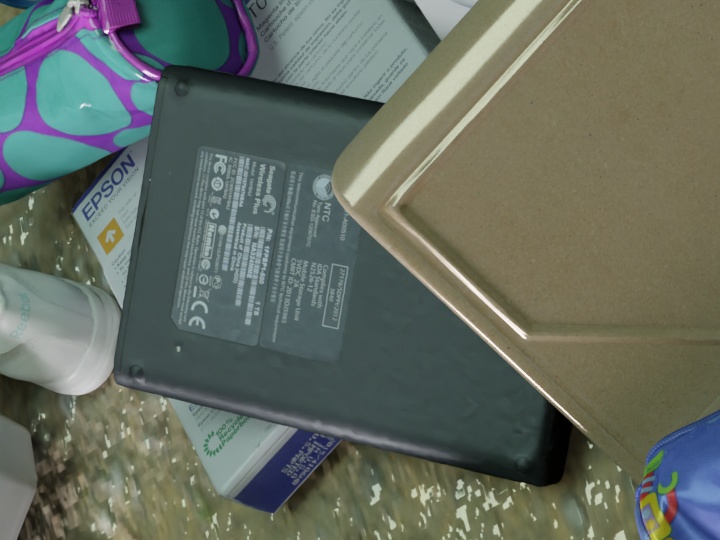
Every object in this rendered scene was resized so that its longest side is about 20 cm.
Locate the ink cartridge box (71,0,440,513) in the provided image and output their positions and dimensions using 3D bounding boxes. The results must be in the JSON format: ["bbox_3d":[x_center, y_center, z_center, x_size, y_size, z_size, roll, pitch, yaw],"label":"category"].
[{"bbox_3d":[-0.026,-0.028,1.265,0.196,0.043,0.200,-48,46,18],"label":"ink cartridge box"}]

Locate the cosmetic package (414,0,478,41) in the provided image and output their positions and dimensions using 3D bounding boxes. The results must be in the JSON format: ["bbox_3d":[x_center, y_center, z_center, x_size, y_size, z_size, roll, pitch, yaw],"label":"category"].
[{"bbox_3d":[0.109,-0.145,1.114,0.200,0.151,0.052,-27,15,36],"label":"cosmetic package"}]

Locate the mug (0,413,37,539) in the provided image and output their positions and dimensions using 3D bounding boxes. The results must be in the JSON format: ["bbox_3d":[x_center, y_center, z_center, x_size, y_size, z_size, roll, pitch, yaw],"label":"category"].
[{"bbox_3d":[-0.244,0.113,1.326,0.153,0.186,0.149,-61,11,-5],"label":"mug"}]

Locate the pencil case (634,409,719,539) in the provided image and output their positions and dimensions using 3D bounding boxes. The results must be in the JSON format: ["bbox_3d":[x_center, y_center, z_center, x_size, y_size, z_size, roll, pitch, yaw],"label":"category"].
[{"bbox_3d":[0.187,0.050,1.015,0.200,0.078,0.087,-42,82,22],"label":"pencil case"}]

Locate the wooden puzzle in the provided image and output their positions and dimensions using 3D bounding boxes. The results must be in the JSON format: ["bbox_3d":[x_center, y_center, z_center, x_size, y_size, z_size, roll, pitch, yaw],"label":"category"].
[{"bbox_3d":[0.116,-0.034,1.089,0.200,0.037,0.185,44,106,5],"label":"wooden puzzle"}]

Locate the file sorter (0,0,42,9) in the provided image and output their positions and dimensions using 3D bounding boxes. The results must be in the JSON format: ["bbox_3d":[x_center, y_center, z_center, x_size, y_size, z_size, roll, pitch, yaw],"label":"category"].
[{"bbox_3d":[-0.169,-0.208,1.394,0.123,0.139,0.201,-21,61,38],"label":"file sorter"}]

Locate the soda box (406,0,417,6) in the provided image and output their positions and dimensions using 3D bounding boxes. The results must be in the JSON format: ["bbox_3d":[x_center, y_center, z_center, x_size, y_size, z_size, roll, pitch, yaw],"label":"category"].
[{"bbox_3d":[0.088,-0.176,1.197,0.200,0.068,0.064,-20,63,36],"label":"soda box"}]

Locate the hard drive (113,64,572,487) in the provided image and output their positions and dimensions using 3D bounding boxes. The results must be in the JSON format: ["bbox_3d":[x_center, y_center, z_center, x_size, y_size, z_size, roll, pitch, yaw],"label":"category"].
[{"bbox_3d":[0.000,0.000,1.170,0.199,0.033,0.140,12,96,23],"label":"hard drive"}]

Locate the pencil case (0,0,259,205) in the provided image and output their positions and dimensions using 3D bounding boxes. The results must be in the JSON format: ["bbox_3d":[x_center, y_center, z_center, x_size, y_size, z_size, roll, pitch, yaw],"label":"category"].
[{"bbox_3d":[-0.137,-0.091,1.305,0.200,0.092,0.085,-23,59,47],"label":"pencil case"}]

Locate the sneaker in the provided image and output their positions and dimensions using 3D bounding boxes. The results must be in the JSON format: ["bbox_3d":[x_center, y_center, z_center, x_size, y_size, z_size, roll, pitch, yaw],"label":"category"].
[{"bbox_3d":[-0.211,0.018,1.380,0.200,0.088,0.075,-1,75,42],"label":"sneaker"}]
